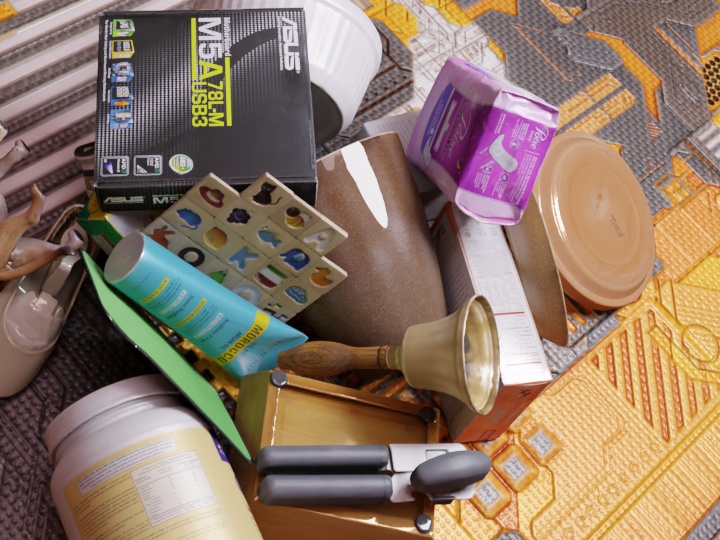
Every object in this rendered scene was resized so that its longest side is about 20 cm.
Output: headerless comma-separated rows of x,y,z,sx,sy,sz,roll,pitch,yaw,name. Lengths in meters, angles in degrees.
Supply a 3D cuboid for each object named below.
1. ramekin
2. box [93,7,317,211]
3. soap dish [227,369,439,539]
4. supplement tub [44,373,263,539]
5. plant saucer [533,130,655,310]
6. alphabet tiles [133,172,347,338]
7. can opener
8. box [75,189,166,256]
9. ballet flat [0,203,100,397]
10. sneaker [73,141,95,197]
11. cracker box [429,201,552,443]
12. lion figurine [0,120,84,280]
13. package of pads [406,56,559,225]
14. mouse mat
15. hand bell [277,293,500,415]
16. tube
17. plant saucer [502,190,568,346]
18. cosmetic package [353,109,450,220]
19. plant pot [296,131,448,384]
-0.083,-0.206,1.309,0.201,0.202,0.095,16,66,-11,ramekin
-0.138,-0.147,1.146,0.191,0.048,0.201,-2,59,-3,box
-0.019,0.179,1.156,0.198,0.081,0.158,14,56,-11,soap dish
-0.166,0.202,1.044,0.144,0.146,0.201,-16,67,-28,supplement tub
0.258,-0.057,1.397,0.199,0.032,0.202,14,67,-37,plant saucer
-0.115,-0.004,1.140,0.166,0.200,0.006,36,33,-30,alphabet tiles
0.013,0.166,1.084,0.198,0.067,0.054,3,57,-19,can opener
-0.175,-0.087,1.201,0.118,0.048,0.201,53,51,-37,box
-0.286,0.020,1.156,0.069,0.070,0.201,23,54,-7,ballet flat
-0.200,-0.085,1.271,0.200,0.075,0.116,-29,112,-55,sneaker
0.111,0.050,1.255,0.057,0.134,0.201,-3,61,-22,cracker box
-0.339,-0.053,1.148,0.122,0.073,0.200,-37,60,2,lion figurine
0.112,-0.128,1.232,0.075,0.121,0.200,16,15,-17,package of pads
-0.168,0.072,1.091,0.008,0.161,0.200,-41,117,-1,mouse mat
0.016,0.077,1.144,0.198,0.104,0.105,-3,51,23,hand bell
-0.140,0.038,1.145,0.200,0.077,0.051,38,24,-37,tube
0.164,-0.015,1.296,0.035,0.201,0.202,-16,63,0,plant saucer
0.096,-0.122,1.395,0.199,0.071,0.102,-16,67,-29,cosmetic package
0.000,0.000,1.234,0.186,0.187,0.201,-25,86,-32,plant pot
